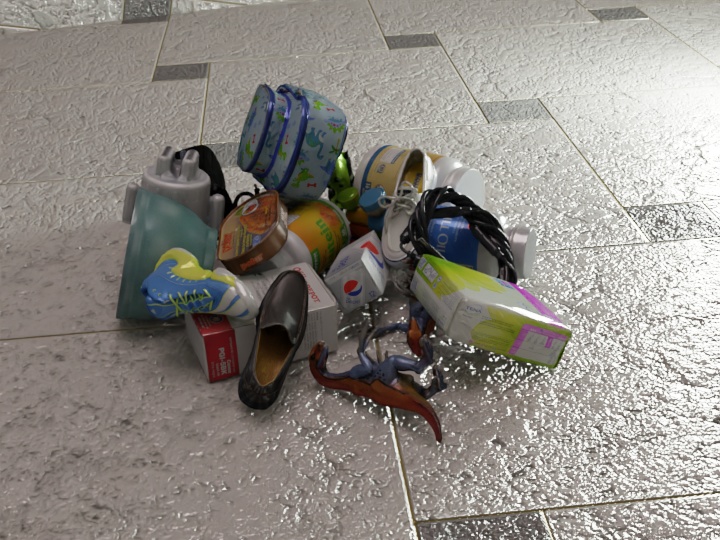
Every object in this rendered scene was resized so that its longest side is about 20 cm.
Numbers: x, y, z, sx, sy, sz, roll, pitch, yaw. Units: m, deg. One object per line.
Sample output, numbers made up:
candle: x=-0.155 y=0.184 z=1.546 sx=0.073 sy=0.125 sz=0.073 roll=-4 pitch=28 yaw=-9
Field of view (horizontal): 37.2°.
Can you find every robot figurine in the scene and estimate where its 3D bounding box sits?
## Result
robot figurine: x=-0.309 y=-0.100 z=1.768 sx=0.168 sy=0.202 sz=0.113 roll=8 pitch=23 yaw=0

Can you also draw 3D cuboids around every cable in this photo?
cable: x=0.153 y=-0.032 z=1.604 sx=0.199 sy=0.051 sz=0.164 roll=34 pitch=56 yaw=-14

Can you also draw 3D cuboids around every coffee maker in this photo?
coffee maker: x=-0.284 y=-0.133 z=1.933 sx=0.190 sy=0.136 sz=0.200 roll=3 pitch=26 yaw=-11

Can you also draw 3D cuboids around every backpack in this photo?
backpack: x=-0.117 y=-0.209 z=1.764 sx=0.146 sy=0.185 sz=0.200 roll=14 pitch=12 yaw=-25

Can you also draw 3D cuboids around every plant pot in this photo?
plant pot: x=-0.292 y=-0.015 z=1.642 sx=0.133 sy=0.202 sz=0.201 roll=10 pitch=25 yaw=-10

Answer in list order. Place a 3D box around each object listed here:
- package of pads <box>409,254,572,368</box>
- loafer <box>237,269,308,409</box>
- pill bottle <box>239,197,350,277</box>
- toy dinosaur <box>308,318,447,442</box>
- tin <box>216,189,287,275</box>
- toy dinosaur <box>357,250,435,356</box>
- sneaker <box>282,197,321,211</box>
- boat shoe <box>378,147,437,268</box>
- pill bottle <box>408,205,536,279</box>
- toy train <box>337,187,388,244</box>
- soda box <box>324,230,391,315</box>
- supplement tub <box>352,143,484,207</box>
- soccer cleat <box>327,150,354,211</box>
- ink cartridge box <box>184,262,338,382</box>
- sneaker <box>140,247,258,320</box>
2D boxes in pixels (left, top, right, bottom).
package of pads: x=0.181 y=0.059 z=1.492 sx=0.198 sy=0.069 sz=0.155 roll=17 pitch=18 yaw=-25
loafer: x=-0.108 y=0.085 z=1.435 sx=0.072 sy=0.072 sz=0.202 roll=16 pitch=65 yaw=-9
pill bottle: x=-0.108 y=-0.031 z=1.724 sx=0.110 sy=0.112 sz=0.200 roll=11 pitch=30 yaw=26
toy dinosaur: x=0.012 y=0.138 z=1.404 sx=0.180 sy=0.106 sz=0.201 roll=-16 pitch=35 yaw=18
tin: x=-0.165 y=-0.059 z=1.647 sx=0.111 sy=0.042 sz=0.200 roll=-25 pitch=26 yaw=9
toy dinosaur: x=0.099 y=0.053 z=1.575 sx=0.198 sy=0.106 sz=0.182 roll=1 pitch=44 yaw=-16
sneaker: x=-0.144 y=-0.073 z=1.858 sx=0.199 sy=0.081 sz=0.075 roll=-23 pitch=50 yaw=-23
boat shoe: x=0.072 y=-0.107 z=1.668 sx=0.074 sy=0.086 sz=0.203 roll=6 pitch=60 yaw=24
pill bottle: x=0.177 y=-0.042 z=1.715 sx=0.198 sy=0.113 sz=0.112 roll=8 pitch=29 yaw=21
toy train: x=-0.006 y=-0.091 z=1.806 sx=0.199 sy=0.116 sz=0.085 roll=15 pitch=54 yaw=48
soda box: x=0.000 y=0.000 z=1.634 sx=0.068 sy=0.064 sz=0.200 roll=-30 pitch=9 yaw=13
supplement tub: x=0.102 y=-0.135 z=1.869 sx=0.199 sy=0.146 sz=0.144 roll=15 pitch=32 yaw=32
soccer cleat: x=-0.032 y=-0.165 z=1.912 sx=0.067 sy=0.200 sz=0.082 roll=1 pitch=72 yaw=12
ink cartridge box: x=-0.146 y=0.072 z=1.556 sx=0.198 sy=0.084 sz=0.147 roll=-12 pitch=29 yaw=-17
sneaker: x=-0.230 y=0.043 z=1.478 sx=0.199 sy=0.076 sz=0.105 roll=24 pitch=58 yaw=42
